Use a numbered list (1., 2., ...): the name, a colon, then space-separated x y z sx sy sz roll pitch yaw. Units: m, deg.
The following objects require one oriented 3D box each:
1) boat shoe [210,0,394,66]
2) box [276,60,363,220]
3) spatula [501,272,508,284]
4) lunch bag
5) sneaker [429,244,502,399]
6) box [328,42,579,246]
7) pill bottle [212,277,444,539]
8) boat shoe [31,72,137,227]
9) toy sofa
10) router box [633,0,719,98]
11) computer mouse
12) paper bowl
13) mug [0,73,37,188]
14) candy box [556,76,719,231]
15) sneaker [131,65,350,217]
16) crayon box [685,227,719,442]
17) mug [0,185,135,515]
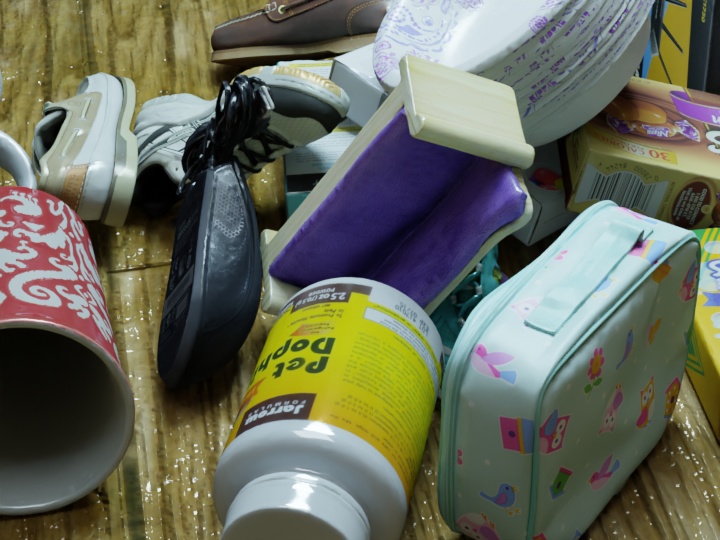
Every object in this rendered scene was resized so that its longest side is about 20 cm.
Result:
1. boat shoe: -0.035 -0.200 1.535 0.200 0.070 0.070 -3 1 33
2. box: -0.017 -0.091 1.434 0.082 0.049 0.200 -4 34 -2
3. spatula: 0.000 0.000 1.323 0.200 0.021 0.057 9 41 18
4. lunch bag: 0.121 0.057 1.107 0.077 0.160 0.200 19 41 28
5. sneaker: 0.061 0.006 1.244 0.077 0.080 0.200 -3 48 -12
6. box: 0.098 -0.110 1.408 0.200 0.041 0.156 36 41 26
7. pill bottle: -0.019 0.099 1.099 0.109 0.109 0.200 4 34 10
8. boat shoe: -0.204 -0.099 1.415 0.068 0.075 0.200 11 22 -15
9. toy sofa: 0.019 -0.030 1.198 0.083 0.200 0.098 15 48 -27
10. router box: 0.251 -0.187 1.423 0.051 0.200 0.149 -7 34 -10
11. computer mouse: -0.087 -0.016 1.251 0.053 0.138 0.200 14 69 -18
12. paper bowl: 0.115 -0.163 1.309 0.201 0.104 0.201 -34 29 22
13. mug: -0.328 -0.086 1.387 0.200 0.148 0.175 26 39 -12
14. candy box: 0.239 -0.072 1.336 0.200 0.056 0.117 11 36 -7
15. sneaker: -0.088 -0.083 1.366 0.200 0.076 0.088 -13 54 44
16. crayon box: 0.269 0.042 1.216 0.126 0.052 0.200 -6 35 -5
17. mug: -0.229 0.027 1.183 0.178 0.133 0.200 34 18 -26
